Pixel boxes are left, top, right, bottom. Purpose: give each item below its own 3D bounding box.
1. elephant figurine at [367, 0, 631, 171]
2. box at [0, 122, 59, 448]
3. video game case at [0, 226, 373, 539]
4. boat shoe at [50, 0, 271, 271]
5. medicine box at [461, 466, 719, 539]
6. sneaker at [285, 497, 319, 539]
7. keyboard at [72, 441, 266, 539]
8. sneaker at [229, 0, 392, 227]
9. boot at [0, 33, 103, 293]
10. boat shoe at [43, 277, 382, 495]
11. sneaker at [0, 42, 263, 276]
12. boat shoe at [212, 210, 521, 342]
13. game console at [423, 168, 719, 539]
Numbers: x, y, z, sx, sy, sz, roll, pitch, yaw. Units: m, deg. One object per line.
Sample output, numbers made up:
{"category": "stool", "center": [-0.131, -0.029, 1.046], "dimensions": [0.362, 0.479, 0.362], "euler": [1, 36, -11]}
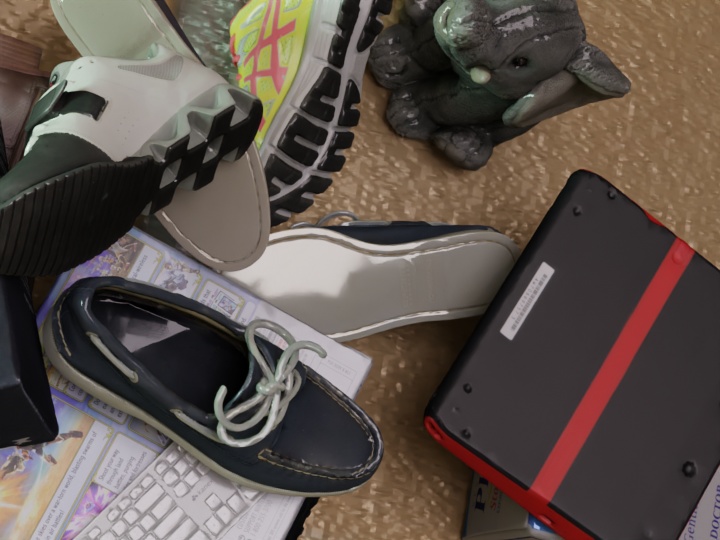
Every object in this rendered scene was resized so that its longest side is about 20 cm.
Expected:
{"category": "elephant figurine", "center": [0.100, -0.140, 1.225], "dimensions": [0.141, 0.200, 0.155], "euler": [38, 68, -13]}
{"category": "box", "center": [-0.277, 0.003, 1.032], "dimensions": [0.196, 0.117, 0.201], "euler": [-13, 72, -4]}
{"category": "video game case", "center": [-0.117, 0.095, 1.108], "dimensions": [0.181, 0.045, 0.200], "euler": [30, 72, -7]}
{"category": "boat shoe", "center": [-0.105, -0.093, 1.129], "dimensions": [0.072, 0.063, 0.200], "euler": [-30, 91, 10]}
{"category": "medicine box", "center": [0.184, 0.104, 1.274], "dimensions": [0.199, 0.103, 0.183], "euler": [16, 75, -21]}
{"category": "sneaker", "center": [-0.051, 0.142, 1.184], "dimensions": [0.087, 0.076, 0.201], "euler": [-5, 83, -31]}
{"category": "keyboard", "center": [-0.120, 0.150, 1.066], "dimensions": [0.056, 0.011, 0.200], "euler": [46, 71, -1]}
{"category": "sneaker", "center": [-0.048, -0.123, 1.236], "dimensions": [0.078, 0.090, 0.201], "euler": [25, 85, -62]}
{"category": "boot", "center": [-0.183, -0.021, 1.162], "dimensions": [0.186, 0.064, 0.201], "euler": [17, 77, -19]}
{"category": "boat shoe", "center": [-0.070, 0.059, 1.052], "dimensions": [0.200, 0.062, 0.075], "euler": [32, 63, -14]}
{"category": "sneaker", "center": [-0.144, -0.063, 1.022], "dimensions": [0.088, 0.074, 0.200], "euler": [38, 38, 15]}
{"category": "boat shoe", "center": [0.000, 0.000, 1.232], "dimensions": [0.199, 0.062, 0.075], "euler": [-9, 101, -16]}
{"category": "game console", "center": [0.152, 0.063, 1.198], "dimensions": [0.177, 0.031, 0.200], "euler": [36, 69, -7]}
